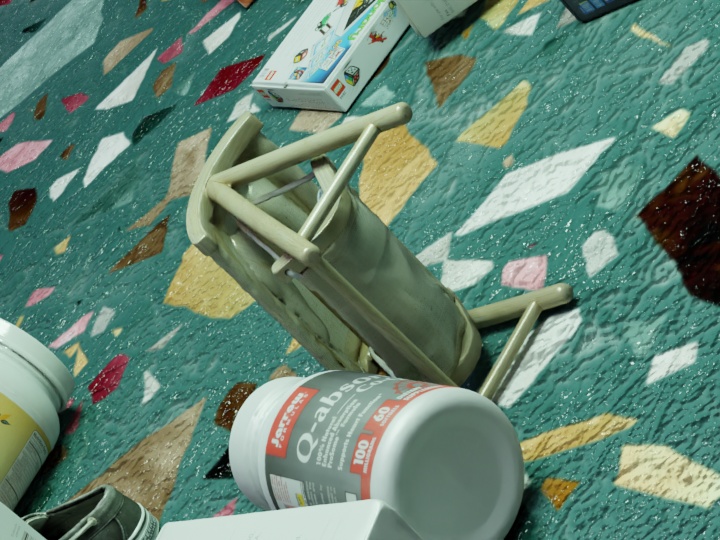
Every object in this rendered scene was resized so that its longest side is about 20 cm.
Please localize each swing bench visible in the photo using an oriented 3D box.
[{"bbox_3d":[0.000,0.000,1.574,0.200,0.199,0.130,1,53,54],"label":"swing bench"}]

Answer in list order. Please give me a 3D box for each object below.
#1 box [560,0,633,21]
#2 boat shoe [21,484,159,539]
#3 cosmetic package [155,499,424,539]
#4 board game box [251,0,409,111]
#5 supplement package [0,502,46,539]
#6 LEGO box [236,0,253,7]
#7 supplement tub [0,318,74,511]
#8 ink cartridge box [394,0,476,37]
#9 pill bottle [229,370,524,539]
[{"bbox_3d":[0.200,-0.283,1.719,0.199,0.158,0.051,-20,37,38],"label":"box"},{"bbox_3d":[-0.245,0.215,1.767,0.199,0.064,0.071,-29,32,28],"label":"boat shoe"},{"bbox_3d":[-0.035,0.250,1.329,0.199,0.165,0.166,-11,43,45],"label":"cosmetic package"},{"bbox_3d":[-0.001,-0.229,2.049,0.200,0.035,0.126,-54,30,-16],"label":"board game box"},{"bbox_3d":[-0.319,0.280,1.686,0.199,0.152,0.151,-25,33,33],"label":"supplement package"},{"bbox_3d":[-0.094,-0.374,2.321,0.200,0.077,0.149,-47,28,-2],"label":"LEGO box"},{"bbox_3d":[-0.337,0.146,1.897,0.144,0.144,0.201,-4,49,51],"label":"supplement tub"},{"bbox_3d":[0.093,-0.312,1.940,0.199,0.086,0.147,-34,40,6],"label":"ink cartridge box"},{"bbox_3d":[0.004,0.125,1.492,0.200,0.116,0.116,5,56,55],"label":"pill bottle"}]
